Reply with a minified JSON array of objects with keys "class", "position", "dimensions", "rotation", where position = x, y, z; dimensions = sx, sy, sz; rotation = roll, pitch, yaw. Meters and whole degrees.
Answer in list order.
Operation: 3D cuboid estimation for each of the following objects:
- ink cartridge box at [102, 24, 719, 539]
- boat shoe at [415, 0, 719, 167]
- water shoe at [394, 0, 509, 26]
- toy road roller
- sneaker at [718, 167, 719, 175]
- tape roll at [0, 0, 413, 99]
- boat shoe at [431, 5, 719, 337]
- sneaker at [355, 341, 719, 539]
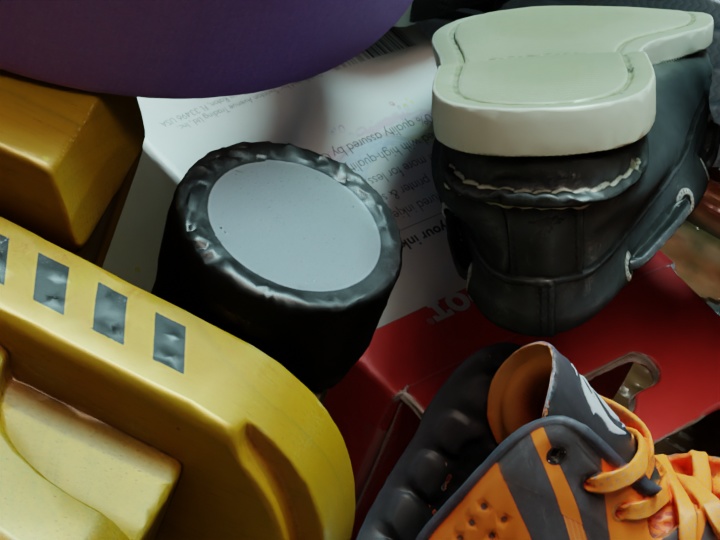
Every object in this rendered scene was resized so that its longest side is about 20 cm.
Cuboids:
[{"class":"ink cartridge box","position":[0.000,0.000,0.804],"dimensions":[0.116,0.067,0.200],"rotation":[-23,58,-42]},{"class":"boat shoe","position":[0.066,-0.089,0.929],"dimensions":[0.199,0.072,0.062],"rotation":[16,43,-5]},{"class":"water shoe","position":[0.072,-0.118,0.859],"dimensions":[0.079,0.072,0.200],"rotation":[26,38,21]},{"class":"toy road roller","position":[-0.096,0.028,0.687],"dimensions":[0.199,0.123,0.146],"rotation":[26,41,2]},{"class":"sneaker","position":[0.157,-0.022,0.788],"dimensions":[0.114,0.200,0.081],"rotation":[-8,66,3]},{"class":"tape roll","position":[-0.063,-0.136,0.726],"dimensions":[0.199,0.066,0.201],"rotation":[13,45,-14]},{"class":"boat shoe","position":[0.055,-0.028,0.756],"dimensions":[0.074,0.067,0.199],"rotation":[-2,12,5]},{"class":"sneaker","position":[0.086,0.056,0.678],"dimensions":[0.199,0.112,0.078],"rotation":[-29,18,0]}]
